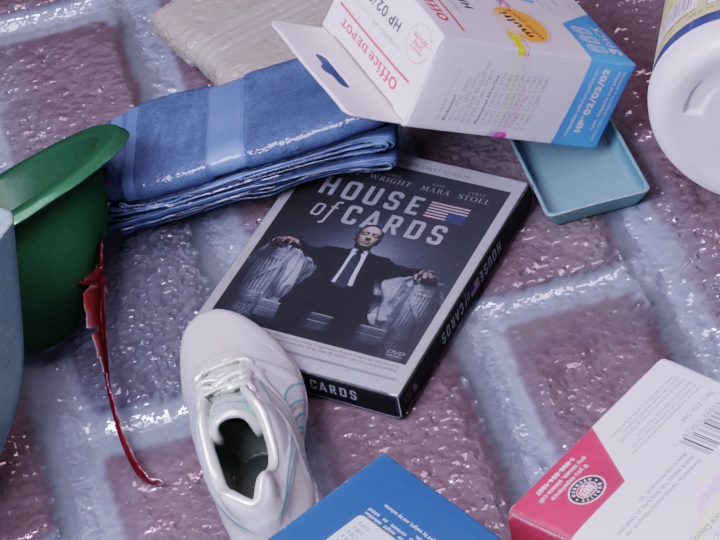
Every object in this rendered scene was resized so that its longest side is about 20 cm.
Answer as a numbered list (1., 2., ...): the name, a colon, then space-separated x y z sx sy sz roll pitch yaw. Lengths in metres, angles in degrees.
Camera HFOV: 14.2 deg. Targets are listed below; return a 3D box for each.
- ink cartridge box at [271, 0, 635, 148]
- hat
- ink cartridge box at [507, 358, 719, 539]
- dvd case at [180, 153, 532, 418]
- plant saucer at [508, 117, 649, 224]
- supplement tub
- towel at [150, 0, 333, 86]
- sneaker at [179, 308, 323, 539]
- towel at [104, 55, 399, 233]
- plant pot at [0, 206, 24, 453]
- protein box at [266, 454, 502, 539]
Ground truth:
1. ink cartridge box: 0.058 -0.143 1.818 0.200 0.068 0.115 4 33 -37
2. hat: -0.182 0.031 1.801 0.165 0.176 0.200 -21 16 34
3. ink cartridge box: 0.202 0.149 1.556 0.200 0.086 0.148 25 51 36
4. dvd case: 0.000 0.000 1.802 0.150 0.025 0.200 14 48 22
5. plant saucer: 0.125 -0.100 1.895 0.070 0.019 0.200 -15 42 -7
6. supplement tub: 0.262 -0.156 1.839 0.144 0.145 0.200 3 44 12
7. towel: -0.032 -0.181 1.995 0.200 0.035 0.133 -29 45 -19
8. sneaker: -0.065 0.085 1.669 0.070 0.080 0.200 -24 45 3
9. towel: -0.070 -0.086 1.865 0.200 0.049 0.112 -16 34 11
10. plant pot: -0.304 0.083 1.633 0.196 0.200 0.196 12 46 21
11. protein box: 0.010 0.237 1.465 0.200 0.135 0.198 -35 49 -26
